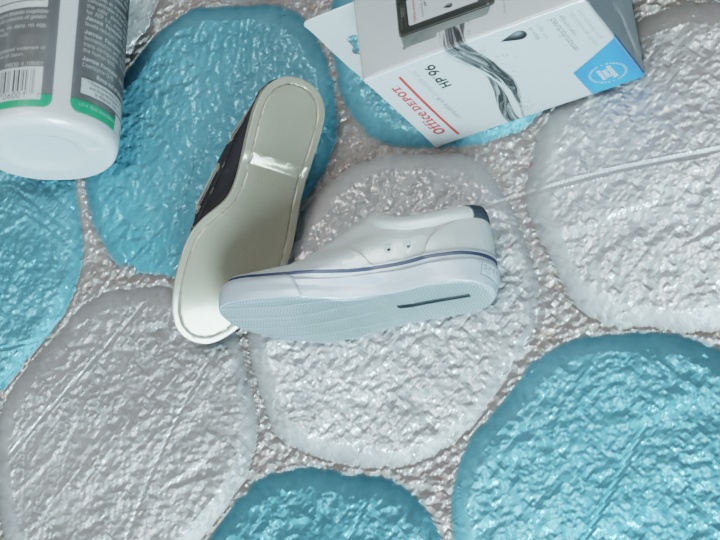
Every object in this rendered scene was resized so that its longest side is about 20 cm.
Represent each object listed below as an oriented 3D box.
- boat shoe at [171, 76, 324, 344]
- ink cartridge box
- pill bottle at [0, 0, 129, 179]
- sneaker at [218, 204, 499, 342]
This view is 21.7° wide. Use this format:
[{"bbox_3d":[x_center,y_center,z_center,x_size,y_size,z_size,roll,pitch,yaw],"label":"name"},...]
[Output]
[{"bbox_3d":[-0.082,-0.042,1.350,0.201,0.072,0.063,-68,14,-3],"label":"boat shoe"},{"bbox_3d":[0.075,-0.149,1.256,0.199,0.116,0.068,-18,62,23],"label":"ink cartridge box"},{"bbox_3d":[-0.234,-0.181,1.443,0.112,0.113,0.201,-9,67,26],"label":"pill bottle"},{"bbox_3d":[0.000,0.000,1.276,0.199,0.073,0.071,-7,58,17],"label":"sneaker"}]
